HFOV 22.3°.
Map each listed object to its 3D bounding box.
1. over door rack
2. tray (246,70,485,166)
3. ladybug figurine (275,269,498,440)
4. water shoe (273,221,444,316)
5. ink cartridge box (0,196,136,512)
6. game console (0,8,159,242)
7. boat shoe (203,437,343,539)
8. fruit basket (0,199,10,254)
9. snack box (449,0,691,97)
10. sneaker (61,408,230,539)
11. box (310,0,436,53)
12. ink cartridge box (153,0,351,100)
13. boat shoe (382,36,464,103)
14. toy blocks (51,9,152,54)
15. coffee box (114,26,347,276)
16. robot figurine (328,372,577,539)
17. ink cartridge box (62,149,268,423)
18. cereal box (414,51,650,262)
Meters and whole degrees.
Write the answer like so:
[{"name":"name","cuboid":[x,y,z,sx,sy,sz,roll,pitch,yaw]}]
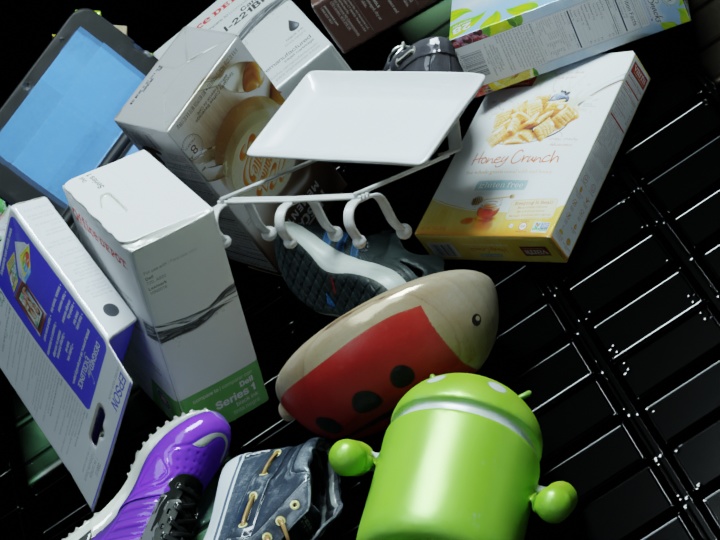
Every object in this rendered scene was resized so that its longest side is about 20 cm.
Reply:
[{"name":"over door rack","cuboid":[-0.014,-0.067,1.539,0.147,0.067,0.200,0,27,31]},{"name":"tray","cuboid":[0.005,-0.121,1.509,0.199,0.022,0.108,6,49,42]},{"name":"ladybug figurine","cuboid":[0.024,0.073,1.418,0.200,0.136,0.072,-32,63,18]},{"name":"water shoe","cuboid":[0.000,0.000,1.563,0.079,0.072,0.200,-24,30,-27]},{"name":"ink cartridge box","cuboid":[-0.247,0.072,1.555,0.043,0.198,0.200,-21,62,-33]},{"name":"game console","cuboid":[-0.235,-0.125,1.686,0.170,0.118,0.200,18,70,47]},{"name":"boat shoe","cuboid":[-0.070,0.212,1.391,0.091,0.071,0.201,-21,40,27]},{"name":"fruit basket","cuboid":[-0.421,-0.035,1.887,0.185,0.094,0.200,4,52,40]},{"name":"snack box","cuboid":[0.182,-0.246,1.606,0.199,0.068,0.169,-19,30,18]},{"name":"sneaker","cuboid":[-0.159,0.209,1.476,0.200,0.070,0.099,-50,47,-7]},{"name":"box","cuboid":[0.044,-0.310,1.806,0.199,0.075,0.100,-28,40,11]},{"name":"ink cartridge box","cuboid":[-0.100,-0.191,1.792,0.144,0.084,0.200,-39,39,1]},{"name":"boat shoe","cuboid":[0.054,-0.171,1.609,0.072,0.063,0.200,-3,4,-8]},{"name":"toy blocks","cuboid":[-0.261,-0.148,1.827,0.099,0.200,0.137,3,67,-4]},{"name":"coffee box","cuboid":[-0.112,-0.105,1.626,0.079,0.200,0.115,15,63,43]},{"name":"robot figurine","cuboid":[0.065,0.160,1.302,0.174,0.116,0.201,10,53,11]},{"name":"ink cartridge box","cuboid":[-0.164,0.019,1.537,0.084,0.201,0.146,-26,36,-20]},{"name":"cereal box","cuboid":[0.146,-0.097,1.545,0.143,0.040,0.201,1,54,41]}]
